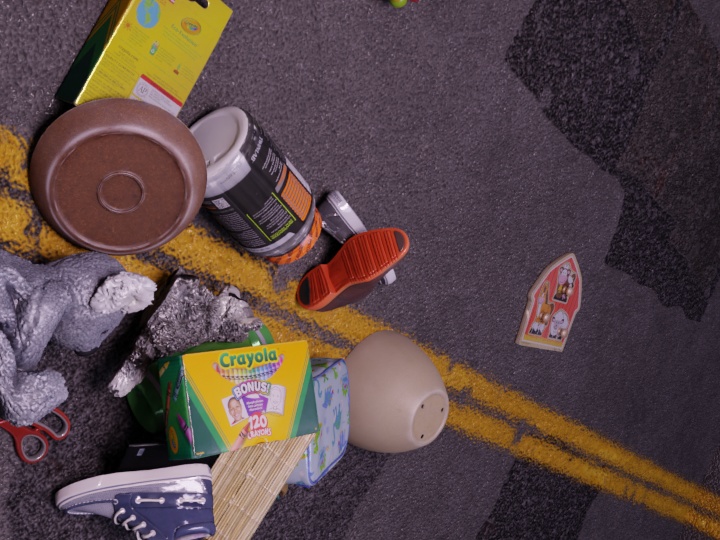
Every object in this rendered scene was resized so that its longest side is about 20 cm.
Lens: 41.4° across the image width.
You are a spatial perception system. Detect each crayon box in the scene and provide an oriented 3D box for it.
[{"bbox_3d":[-0.244,-0.250,1.098,0.127,0.050,0.202,35,81,-47],"label":"crayon box"},{"bbox_3d":[-0.146,0.155,1.168,0.198,0.058,0.121,-4,83,-45],"label":"crayon box"}]

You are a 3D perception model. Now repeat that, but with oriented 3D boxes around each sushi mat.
[{"bbox_3d":[-0.150,0.275,1.267,0.202,0.095,0.012,-57,177,-5],"label":"sushi mat"}]

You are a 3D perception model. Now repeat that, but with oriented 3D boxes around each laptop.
[{"bbox_3d":[-0.225,0.207,1.261,0.201,0.103,0.178,-60,-176,-36],"label":"laptop"}]

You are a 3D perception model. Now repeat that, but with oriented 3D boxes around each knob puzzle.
[{"bbox_3d":[0.399,0.063,1.915,0.218,0.030,0.223,-20,119,-40],"label":"knob puzzle"}]

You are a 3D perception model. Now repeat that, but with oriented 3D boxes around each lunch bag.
[{"bbox_3d":[-0.076,0.218,1.383,0.200,0.081,0.164,-24,112,-72],"label":"lunch bag"}]

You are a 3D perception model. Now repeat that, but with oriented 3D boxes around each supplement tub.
[{"bbox_3d":[-0.138,-0.102,1.218,0.123,0.122,0.200,-54,137,-14],"label":"supplement tub"}]

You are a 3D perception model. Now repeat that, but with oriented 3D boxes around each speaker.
[{"bbox_3d":[-0.209,0.136,1.270,0.199,0.088,0.090,-28,125,-35],"label":"speaker"}]

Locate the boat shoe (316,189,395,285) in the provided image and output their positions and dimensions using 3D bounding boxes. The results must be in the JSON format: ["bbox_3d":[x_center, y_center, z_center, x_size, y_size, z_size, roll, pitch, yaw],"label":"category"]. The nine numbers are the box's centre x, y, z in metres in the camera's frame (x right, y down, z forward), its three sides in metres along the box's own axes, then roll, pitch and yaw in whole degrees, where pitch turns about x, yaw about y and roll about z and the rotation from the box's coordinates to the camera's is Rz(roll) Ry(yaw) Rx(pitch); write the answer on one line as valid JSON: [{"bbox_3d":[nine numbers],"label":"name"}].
[{"bbox_3d":[-0.013,-0.034,1.424,0.066,0.070,0.201,-38,137,-2],"label":"boat shoe"}]

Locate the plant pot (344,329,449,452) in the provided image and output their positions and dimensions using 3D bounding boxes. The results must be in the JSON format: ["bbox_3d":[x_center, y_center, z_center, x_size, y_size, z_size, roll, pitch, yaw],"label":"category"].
[{"bbox_3d":[0.065,0.215,1.554,0.199,0.134,0.203,-20,120,-39],"label":"plant pot"}]

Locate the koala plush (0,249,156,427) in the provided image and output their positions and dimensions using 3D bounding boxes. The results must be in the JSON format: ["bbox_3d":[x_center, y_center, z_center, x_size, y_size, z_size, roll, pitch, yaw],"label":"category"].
[{"bbox_3d":[-0.334,0.038,1.042,0.198,0.176,0.187,-22,111,-34],"label":"koala plush"}]

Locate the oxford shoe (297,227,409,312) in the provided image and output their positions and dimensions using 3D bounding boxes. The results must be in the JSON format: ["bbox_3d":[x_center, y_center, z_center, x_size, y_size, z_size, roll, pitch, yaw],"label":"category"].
[{"bbox_3d":[0.000,0.000,1.383,0.072,0.198,0.072,20,50,-49],"label":"oxford shoe"}]

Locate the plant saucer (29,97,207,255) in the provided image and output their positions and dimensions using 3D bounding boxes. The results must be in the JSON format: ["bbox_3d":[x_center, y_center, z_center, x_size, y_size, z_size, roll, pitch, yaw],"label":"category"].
[{"bbox_3d":[-0.270,-0.095,1.076,0.197,0.035,0.203,-8,125,-12],"label":"plant saucer"}]

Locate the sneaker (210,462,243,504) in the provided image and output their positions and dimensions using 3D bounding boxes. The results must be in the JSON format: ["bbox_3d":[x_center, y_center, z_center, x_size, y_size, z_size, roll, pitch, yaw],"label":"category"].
[{"bbox_3d":[-0.184,0.341,1.357,0.074,0.079,0.201,-47,161,-24],"label":"sneaker"}]

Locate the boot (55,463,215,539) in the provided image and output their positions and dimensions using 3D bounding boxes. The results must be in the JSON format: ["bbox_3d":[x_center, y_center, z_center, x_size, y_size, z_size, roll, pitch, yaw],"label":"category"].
[{"bbox_3d":[-0.282,0.306,1.204,0.197,0.092,0.073,-7,155,-11],"label":"boot"}]

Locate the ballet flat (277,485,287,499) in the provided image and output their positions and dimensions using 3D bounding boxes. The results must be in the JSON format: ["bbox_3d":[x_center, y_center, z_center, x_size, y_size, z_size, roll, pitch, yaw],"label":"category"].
[{"bbox_3d":[-0.147,0.272,1.399,0.064,0.068,0.201,-62,157,-25],"label":"ballet flat"}]

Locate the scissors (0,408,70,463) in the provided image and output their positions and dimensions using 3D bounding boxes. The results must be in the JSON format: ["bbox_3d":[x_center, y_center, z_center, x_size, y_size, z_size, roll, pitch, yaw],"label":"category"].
[{"bbox_3d":[-0.422,0.161,1.115,0.073,0.014,0.200,-52,135,-13],"label":"scissors"}]

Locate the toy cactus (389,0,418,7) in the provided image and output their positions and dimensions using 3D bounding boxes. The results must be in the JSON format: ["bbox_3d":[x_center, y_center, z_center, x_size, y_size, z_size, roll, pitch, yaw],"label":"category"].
[{"bbox_3d":[0.018,-0.437,1.275,0.164,0.102,0.202,-29,135,-23],"label":"toy cactus"}]

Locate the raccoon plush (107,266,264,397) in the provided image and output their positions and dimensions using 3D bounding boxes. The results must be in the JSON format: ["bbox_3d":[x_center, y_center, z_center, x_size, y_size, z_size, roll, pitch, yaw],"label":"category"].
[{"bbox_3d":[-0.216,0.096,1.203,0.133,0.096,0.202,36,75,-18],"label":"raccoon plush"}]
